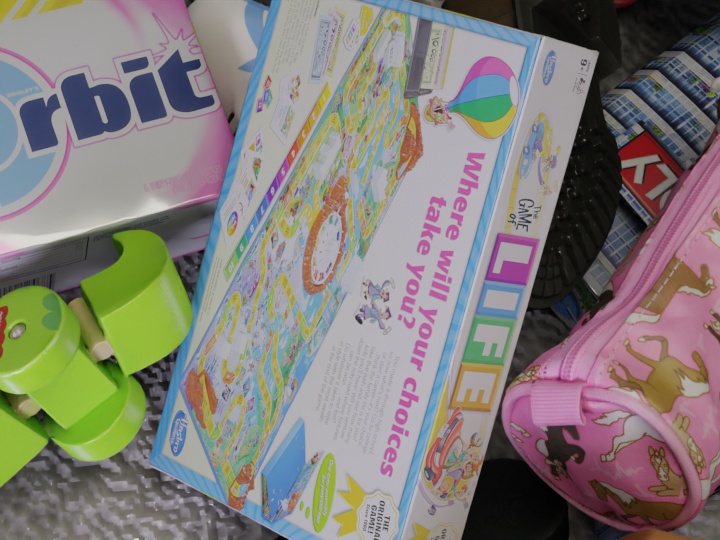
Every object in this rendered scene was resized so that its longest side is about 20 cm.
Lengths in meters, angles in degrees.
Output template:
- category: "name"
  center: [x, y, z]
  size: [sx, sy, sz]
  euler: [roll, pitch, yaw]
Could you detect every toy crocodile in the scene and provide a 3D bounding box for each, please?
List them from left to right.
- category: "toy crocodile"
  center: [-0.147, 0.058, 0.761]
  size: [0.200, 0.068, 0.062]
  euler: [-39, 47, -1]

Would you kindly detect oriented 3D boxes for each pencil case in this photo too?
- category: "pencil case"
  center: [0.132, 0.005, 0.760]
  size: [0.086, 0.083, 0.200]
  euler: [37, 61, -1]

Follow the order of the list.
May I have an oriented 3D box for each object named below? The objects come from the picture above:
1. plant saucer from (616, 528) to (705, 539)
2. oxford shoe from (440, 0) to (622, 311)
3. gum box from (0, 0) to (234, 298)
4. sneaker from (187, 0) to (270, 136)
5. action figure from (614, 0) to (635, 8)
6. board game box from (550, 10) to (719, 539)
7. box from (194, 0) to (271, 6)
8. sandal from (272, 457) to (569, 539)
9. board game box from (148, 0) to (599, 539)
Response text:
- category: "plant saucer"
  center: [0.044, 0.146, 0.704]
  size: [0.200, 0.200, 0.038]
  euler: [-32, 85, -20]
- category: "oxford shoe"
  center: [0.056, -0.052, 0.819]
  size: [0.073, 0.084, 0.201]
  euler: [48, 33, -29]
- category: "gum box"
  center: [-0.157, -0.046, 0.810]
  size: [0.199, 0.066, 0.114]
  euler: [-17, 75, -17]
- category: "sneaker"
  center: [-0.019, -0.030, 0.828]
  size: [0.072, 0.072, 0.200]
  euler: [-28, 76, -26]
- category: "action figure"
  center: [0.145, -0.190, 0.909]
  size: [0.065, 0.099, 0.200]
  euler: [41, 70, 11]
- category: "board game box"
  center: [0.147, 0.010, 0.851]
  size: [0.200, 0.062, 0.200]
  euler: [-35, 80, -21]
- category: "box"
  center: [-0.014, -0.147, 0.803]
  size: [0.082, 0.200, 0.049]
  euler: [36, 68, 3]
- category: "sandal"
  center: [-0.010, 0.118, 0.773]
  size: [0.200, 0.048, 0.075]
  euler: [-30, 38, -25]
- category: "board game box"
  center: [0.000, 0.000, 0.751]
  size: [0.034, 0.134, 0.201]
  euler: [8, 101, -48]
